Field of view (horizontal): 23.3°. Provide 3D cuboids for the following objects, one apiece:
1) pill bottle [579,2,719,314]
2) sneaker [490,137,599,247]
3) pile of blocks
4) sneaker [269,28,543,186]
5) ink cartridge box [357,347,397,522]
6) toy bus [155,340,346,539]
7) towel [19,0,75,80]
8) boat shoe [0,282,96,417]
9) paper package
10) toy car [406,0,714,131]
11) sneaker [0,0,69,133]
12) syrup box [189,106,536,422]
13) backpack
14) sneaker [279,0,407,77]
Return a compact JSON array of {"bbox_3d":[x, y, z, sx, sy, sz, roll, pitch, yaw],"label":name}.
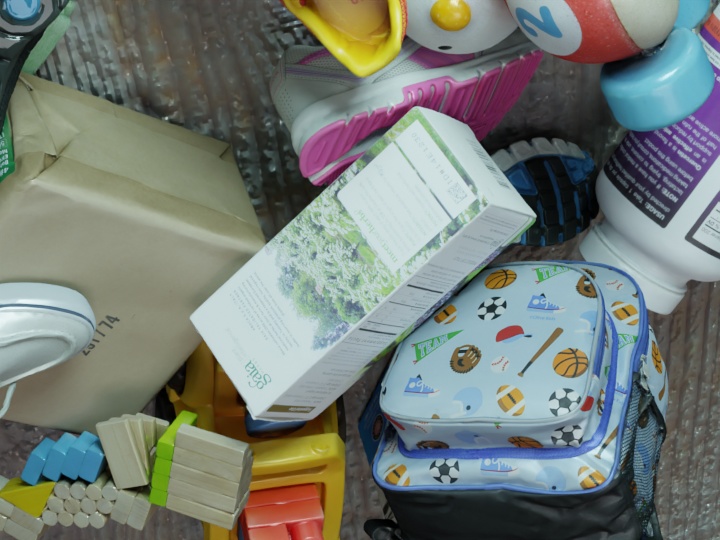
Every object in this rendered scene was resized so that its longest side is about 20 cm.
[{"bbox_3d":[0.231,-0.073,1.147,0.112,0.113,0.200,22,112,-34],"label":"pill bottle"},{"bbox_3d":[0.071,-0.038,1.193,0.199,0.087,0.075,-18,94,-22],"label":"sneaker"},{"bbox_3d":[-0.156,0.125,1.136,0.199,0.062,0.083,-8,108,17],"label":"pile of blocks"},{"bbox_3d":[0.028,-0.124,1.078,0.199,0.088,0.082,-17,151,-36],"label":"sneaker"},{"bbox_3d":[0.079,0.142,1.266,0.084,0.201,0.146,7,131,-25],"label":"ink cartridge box"},{"bbox_3d":[-0.066,0.123,1.208,0.135,0.193,0.201,-5,133,-12],"label":"toy bus"},{"bbox_3d":[-0.284,-0.140,0.998,0.199,0.023,0.153,24,123,-37],"label":"towel"},{"bbox_3d":[-0.243,0.067,0.993,0.201,0.086,0.075,-10,140,-21],"label":"boat shoe"},{"bbox_3d":[-0.187,-0.001,1.093,0.190,0.104,0.200,16,128,-39],"label":"paper package"},{"bbox_3d":[0.077,-0.170,0.995,0.199,0.177,0.185,-19,123,22],"label":"toy car"},{"bbox_3d":[-0.213,-0.136,0.964,0.073,0.082,0.201,21,107,-24],"label":"sneaker"},{"bbox_3d":[0.000,0.000,1.058,0.200,0.079,0.081,-43,159,17],"label":"syrup box"},{"bbox_3d":[0.105,0.079,1.108,0.199,0.191,0.155,1,130,21],"label":"backpack"},{"bbox_3d":[-0.038,-0.186,0.906,0.073,0.077,0.200,-37,119,20],"label":"sneaker"}]
